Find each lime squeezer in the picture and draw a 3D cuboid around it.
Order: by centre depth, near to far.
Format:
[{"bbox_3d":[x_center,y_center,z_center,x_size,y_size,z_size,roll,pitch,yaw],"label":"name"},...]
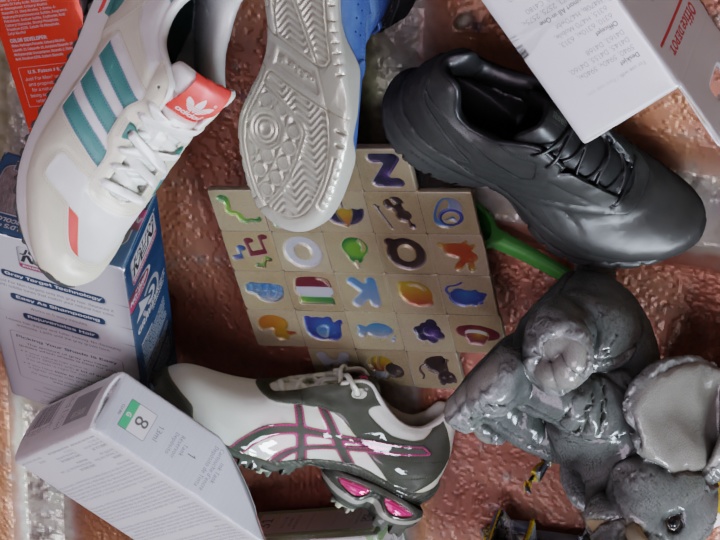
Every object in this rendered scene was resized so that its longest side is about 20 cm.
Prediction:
[{"bbox_3d":[0.048,-0.017,1.325,0.199,0.038,0.071,6,118,13],"label":"lime squeezer"}]

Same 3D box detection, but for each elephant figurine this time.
[{"bbox_3d":[0.156,0.107,1.253,0.200,0.142,0.155,44,98,2],"label":"elephant figurine"}]

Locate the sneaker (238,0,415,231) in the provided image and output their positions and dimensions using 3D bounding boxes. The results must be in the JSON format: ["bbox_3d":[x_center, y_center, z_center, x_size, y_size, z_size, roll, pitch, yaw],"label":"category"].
[{"bbox_3d":[-0.013,-0.126,1.236,0.077,0.111,0.201,5,102,29],"label":"sneaker"}]

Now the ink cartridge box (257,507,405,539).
[{"bbox_3d":[-0.057,0.236,1.484,0.199,0.048,0.146,-6,114,22],"label":"ink cartridge box"}]

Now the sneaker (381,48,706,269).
[{"bbox_3d":[0.111,-0.063,1.230,0.199,0.076,0.091,23,160,-11],"label":"sneaker"}]

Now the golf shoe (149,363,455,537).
[{"bbox_3d":[-0.035,0.090,1.380,0.200,0.077,0.088,24,104,-18],"label":"golf shoe"}]

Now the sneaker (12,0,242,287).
[{"bbox_3d":[-0.123,-0.084,1.208,0.093,0.200,0.070,12,169,46],"label":"sneaker"}]

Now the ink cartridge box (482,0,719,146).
[{"bbox_3d":[0.124,-0.151,1.185,0.067,0.116,0.200,-30,104,28],"label":"ink cartridge box"}]

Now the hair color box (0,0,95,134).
[{"bbox_3d":[-0.171,-0.177,1.274,0.061,0.102,0.201,-5,116,22],"label":"hair color box"}]

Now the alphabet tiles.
[{"bbox_3d":[0.000,0.000,1.333,0.166,0.006,0.200,1,133,18],"label":"alphabet tiles"}]

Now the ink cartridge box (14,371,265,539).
[{"bbox_3d":[-0.107,0.145,1.369,0.200,0.050,0.161,34,156,-16],"label":"ink cartridge box"}]

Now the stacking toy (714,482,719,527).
[{"bbox_3d":[0.246,0.110,1.292,0.146,0.146,0.200,49,135,-10],"label":"stacking toy"}]

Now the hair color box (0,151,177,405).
[{"bbox_3d":[-0.173,0.017,1.350,0.100,0.061,0.200,15,149,9],"label":"hair color box"}]

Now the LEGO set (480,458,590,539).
[{"bbox_3d":[0.102,0.190,1.339,0.115,0.200,0.154,5,138,17],"label":"LEGO set"}]
